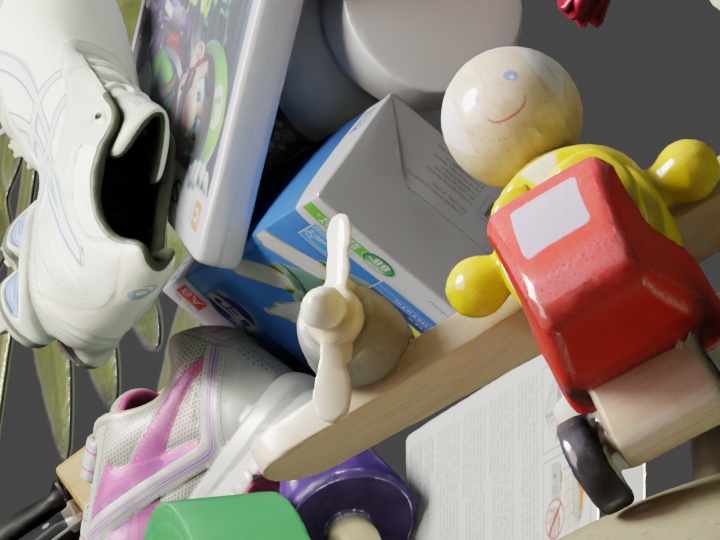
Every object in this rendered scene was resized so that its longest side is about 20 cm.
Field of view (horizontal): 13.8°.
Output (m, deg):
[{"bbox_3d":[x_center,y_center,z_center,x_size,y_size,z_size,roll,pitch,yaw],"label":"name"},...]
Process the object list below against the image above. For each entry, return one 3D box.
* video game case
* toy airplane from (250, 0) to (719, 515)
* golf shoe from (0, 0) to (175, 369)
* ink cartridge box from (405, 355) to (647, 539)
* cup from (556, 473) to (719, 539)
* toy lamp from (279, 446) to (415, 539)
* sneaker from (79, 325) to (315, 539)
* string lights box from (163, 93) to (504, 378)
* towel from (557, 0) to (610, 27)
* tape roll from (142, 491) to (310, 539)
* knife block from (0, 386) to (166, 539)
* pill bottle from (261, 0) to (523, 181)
[{"bbox_3d":[-0.061,-0.122,1.281,0.182,0.023,0.200,-133,55,-65],"label":"video game case"},{"bbox_3d":[0.077,-0.008,0.941,0.141,0.200,0.199,59,144,3],"label":"toy airplane"},{"bbox_3d":[-0.108,-0.061,1.281,0.097,0.078,0.200,-33,55,43],"label":"golf shoe"},{"bbox_3d":[0.076,0.116,1.122,0.200,0.047,0.160,144,131,-59],"label":"ink cartridge box"},{"bbox_3d":[0.108,0.143,0.877,0.200,0.143,0.201,-173,90,-70],"label":"cup"},{"bbox_3d":[0.009,0.132,1.147,0.200,0.058,0.058,-116,38,-51],"label":"toy lamp"},{"bbox_3d":[-0.085,0.101,1.336,0.088,0.081,0.200,48,116,21],"label":"sneaker"},{"bbox_3d":[0.000,0.000,1.262,0.059,0.103,0.200,-54,10,-22],"label":"string lights box"},{"bbox_3d":[0.086,-0.206,1.239,0.200,0.022,0.145,-114,38,-55],"label":"towel"},{"bbox_3d":[-0.046,0.188,1.170,0.200,0.048,0.201,176,90,-75],"label":"tape roll"},{"bbox_3d":[-0.102,0.101,1.408,0.064,0.175,0.200,-141,61,-66],"label":"knife block"},{"bbox_3d":[-0.006,-0.091,1.314,0.200,0.112,0.112,148,127,-64],"label":"pill bottle"}]
